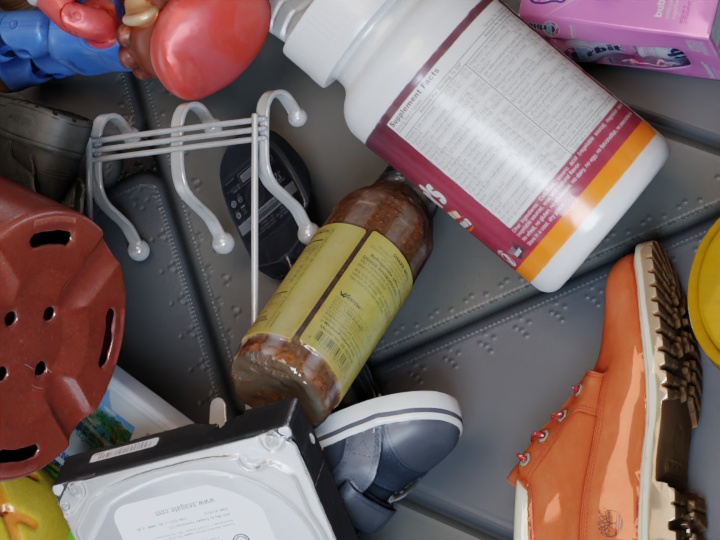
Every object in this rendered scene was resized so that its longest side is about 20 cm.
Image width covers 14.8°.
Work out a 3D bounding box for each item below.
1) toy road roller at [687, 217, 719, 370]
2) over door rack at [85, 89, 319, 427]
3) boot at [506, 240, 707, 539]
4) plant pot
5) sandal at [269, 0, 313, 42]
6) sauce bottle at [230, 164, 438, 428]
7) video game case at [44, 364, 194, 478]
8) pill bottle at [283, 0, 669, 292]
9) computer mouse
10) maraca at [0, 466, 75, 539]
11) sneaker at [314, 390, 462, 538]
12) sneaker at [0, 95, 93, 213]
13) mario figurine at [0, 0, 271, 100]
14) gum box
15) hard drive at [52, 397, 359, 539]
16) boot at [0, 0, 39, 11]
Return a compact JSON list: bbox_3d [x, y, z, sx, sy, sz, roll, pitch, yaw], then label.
[{"bbox_3d":[0.266,0.014,1.419,0.200,0.146,0.123,2,73,22],"label":"toy road roller"},{"bbox_3d":[-0.100,0.003,1.591,0.148,0.067,0.200,-5,71,40],"label":"over door rack"},{"bbox_3d":[0.128,0.082,1.494,0.107,0.075,0.200,-4,71,25],"label":"boot"},{"bbox_3d":[-0.244,0.016,1.486,0.195,0.201,0.201,18,79,33],"label":"plant pot"},{"bbox_3d":[-0.023,-0.166,1.651,0.082,0.050,0.203,-50,49,16],"label":"sandal"},{"bbox_3d":[0.000,0.000,1.540,0.066,0.066,0.200,17,51,25],"label":"sauce bottle"},{"bbox_3d":[-0.181,0.124,1.575,0.200,0.022,0.182,34,114,32],"label":"video game case"},{"bbox_3d":[0.062,-0.090,1.517,0.200,0.110,0.110,40,89,2],"label":"pill bottle"},{"bbox_3d":[-0.027,0.005,1.604,0.059,0.034,0.200,-35,68,33],"label":"computer mouse"},{"bbox_3d":[-0.238,0.170,1.501,0.137,0.107,0.200,22,53,30],"label":"maraca"},{"bbox_3d":[-0.025,0.136,1.531,0.200,0.078,0.080,-27,59,23],"label":"sneaker"},{"bbox_3d":[-0.209,-0.050,1.644,0.200,0.060,0.104,17,94,60],"label":"sneaker"},{"bbox_3d":[-0.140,-0.156,1.644,0.200,0.123,0.106,0,106,29],"label":"mario figurine"},{"bbox_3d":[0.171,-0.207,1.578,0.113,0.066,0.200,9,76,23],"label":"gum box"},{"bbox_3d":[-0.063,0.174,1.480,0.140,0.200,0.038,-14,24,16],"label":"hard drive"},{"bbox_3d":[-0.175,-0.247,1.673,0.200,0.155,0.077,-33,45,12],"label":"boot"}]
